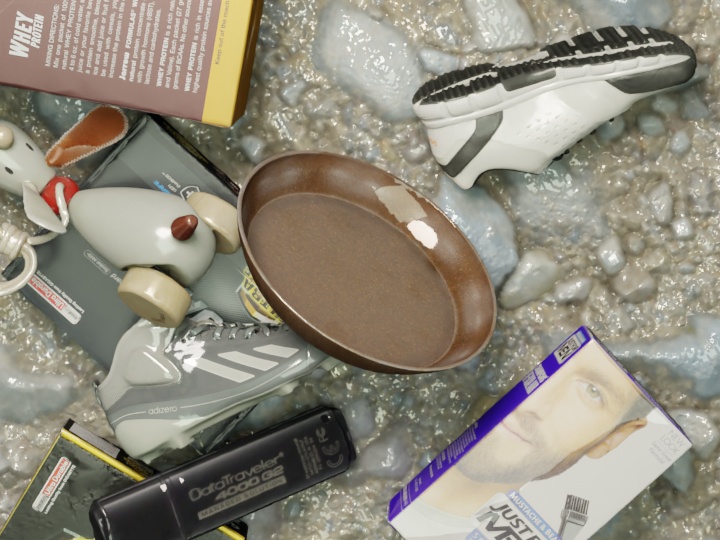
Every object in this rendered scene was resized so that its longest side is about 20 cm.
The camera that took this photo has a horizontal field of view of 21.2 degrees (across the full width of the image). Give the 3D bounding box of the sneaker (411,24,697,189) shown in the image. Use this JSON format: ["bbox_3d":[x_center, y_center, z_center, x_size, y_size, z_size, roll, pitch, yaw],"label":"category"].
[{"bbox_3d":[0.141,-0.116,1.355,0.200,0.074,0.080,-14,112,7],"label":"sneaker"}]

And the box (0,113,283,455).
[{"bbox_3d":[-0.130,0.009,1.379,0.200,0.046,0.159,43,96,-6],"label":"box"}]

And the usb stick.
[{"bbox_3d":[-0.098,0.153,1.371,0.200,0.033,0.056,-22,101,-20],"label":"usb stick"}]

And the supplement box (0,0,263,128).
[{"bbox_3d":[-0.164,-0.215,1.303,0.200,0.133,0.198,10,98,-1],"label":"supplement box"}]

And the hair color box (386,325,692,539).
[{"bbox_3d":[0.128,0.148,1.389,0.200,0.065,0.109,-43,95,5],"label":"hair color box"}]

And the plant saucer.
[{"bbox_3d":[0.000,0.000,1.318,0.200,0.200,0.035,31,127,-4],"label":"plant saucer"}]

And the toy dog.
[{"bbox_3d":[-0.173,-0.044,1.290,0.200,0.096,0.132,11,66,-5],"label":"toy dog"}]

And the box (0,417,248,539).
[{"bbox_3d":[-0.199,0.235,1.413,0.160,0.049,0.200,32,97,-6],"label":"box"}]

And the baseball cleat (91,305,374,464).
[{"bbox_3d":[-0.092,0.053,1.328,0.200,0.070,0.107,-29,92,1],"label":"baseball cleat"}]
